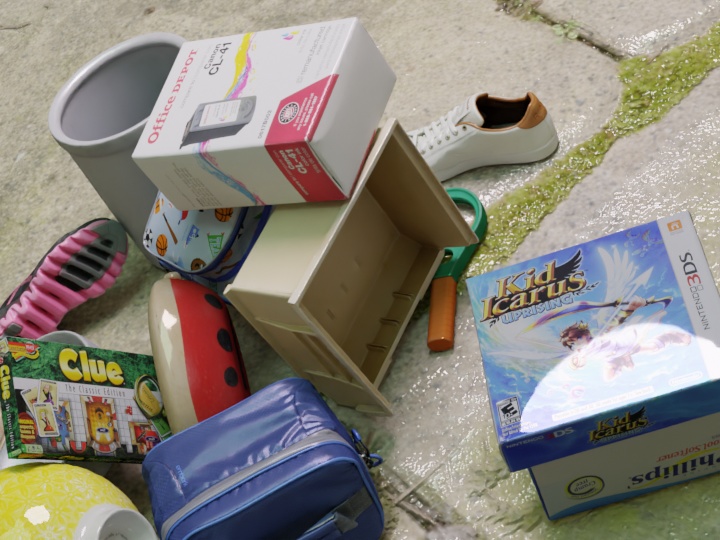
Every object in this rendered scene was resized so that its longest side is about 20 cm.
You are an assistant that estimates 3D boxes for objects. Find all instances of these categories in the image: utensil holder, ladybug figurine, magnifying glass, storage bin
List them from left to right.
[{"bbox_3d":[-0.210,-0.123,1.590,0.169,0.200,0.171,-16,43,15],"label":"utensil holder"},{"bbox_3d":[-0.147,0.095,1.393,0.072,0.136,0.201,-15,82,2],"label":"ladybug figurine"},{"bbox_3d":[0.000,0.000,1.364,0.093,0.199,0.201,7,59,39],"label":"storage bin"},{"bbox_3d":[0.084,-0.005,1.476,0.079,0.022,0.201,-11,48,20],"label":"magnifying glass"}]

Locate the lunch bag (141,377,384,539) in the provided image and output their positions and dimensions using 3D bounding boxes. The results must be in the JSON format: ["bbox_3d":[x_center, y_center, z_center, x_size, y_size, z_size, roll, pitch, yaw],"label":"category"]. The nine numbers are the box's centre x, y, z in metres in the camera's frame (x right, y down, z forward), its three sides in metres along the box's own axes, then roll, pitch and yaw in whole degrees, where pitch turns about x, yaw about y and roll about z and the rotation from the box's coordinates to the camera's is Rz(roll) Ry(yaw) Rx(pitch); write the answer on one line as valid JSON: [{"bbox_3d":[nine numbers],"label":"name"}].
[{"bbox_3d":[-0.074,0.199,1.278,0.199,0.136,0.133,-28,44,-3],"label":"lunch bag"}]

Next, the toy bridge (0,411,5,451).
[{"bbox_3d":[-0.369,0.168,1.421,0.067,0.027,0.201,19,76,51],"label":"toy bridge"}]

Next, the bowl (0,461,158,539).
[{"bbox_3d":[-0.230,0.248,1.243,0.107,0.200,0.201,-20,41,32],"label":"bowl"}]

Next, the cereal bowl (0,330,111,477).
[{"bbox_3d":[-0.294,0.164,1.434,0.200,0.083,0.201,-29,42,29],"label":"cereal bowl"}]

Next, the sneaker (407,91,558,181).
[{"bbox_3d":[0.101,-0.149,1.559,0.199,0.085,0.073,-11,47,18],"label":"sneaker"}]

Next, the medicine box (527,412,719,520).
[{"bbox_3d":[0.218,0.086,1.270,0.181,0.103,0.201,-18,44,9],"label":"medicine box"}]

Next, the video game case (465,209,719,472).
[{"bbox_3d":[0.195,0.054,1.204,0.199,0.046,0.182,-18,43,10],"label":"video game case"}]

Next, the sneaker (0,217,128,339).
[{"bbox_3d":[-0.331,0.014,1.602,0.200,0.079,0.095,-46,29,4],"label":"sneaker"}]

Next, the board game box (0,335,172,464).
[{"bbox_3d":[-0.240,0.120,1.334,0.023,0.200,0.105,-26,68,30],"label":"board game box"}]

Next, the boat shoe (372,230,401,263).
[{"bbox_3d":[-0.033,-0.046,1.542,0.065,0.072,0.200,-24,32,-28],"label":"boat shoe"}]

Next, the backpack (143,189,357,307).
[{"bbox_3d":[-0.105,-0.049,1.460,0.190,0.154,0.201,26,101,36],"label":"backpack"}]

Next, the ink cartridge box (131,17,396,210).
[{"bbox_3d":[-0.086,-0.137,1.333,0.199,0.086,0.148,-2,54,32],"label":"ink cartridge box"}]
